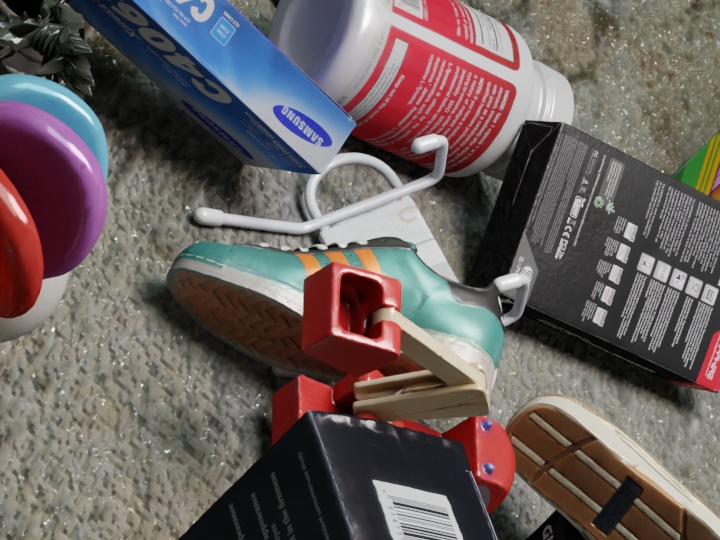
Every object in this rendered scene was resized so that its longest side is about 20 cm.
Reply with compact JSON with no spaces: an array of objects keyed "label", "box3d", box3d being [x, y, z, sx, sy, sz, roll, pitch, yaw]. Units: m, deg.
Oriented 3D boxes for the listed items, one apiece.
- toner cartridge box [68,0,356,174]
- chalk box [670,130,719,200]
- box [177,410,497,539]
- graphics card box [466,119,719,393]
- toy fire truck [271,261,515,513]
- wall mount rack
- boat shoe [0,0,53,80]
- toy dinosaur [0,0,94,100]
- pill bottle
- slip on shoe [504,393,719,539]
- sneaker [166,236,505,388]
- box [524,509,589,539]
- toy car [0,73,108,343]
[{"label":"toner cartridge box","box3d":[-0.101,-0.136,1.642,0.200,0.043,0.095,42,-16,-30]},{"label":"chalk box","box3d":[0.361,-0.099,2.078,0.124,0.200,0.125,50,31,10]},{"label":"box","box3d":[-0.026,0.187,1.283,0.104,0.200,0.148,15,42,-39]},{"label":"graphics card box","box3d":[0.177,-0.008,1.834,0.200,0.126,0.051,23,-7,-32]},{"label":"toy fire truck","box3d":[0.024,0.076,1.525,0.200,0.141,0.049,24,49,-30]},{"label":"wall mount rack","box3d":[0.000,0.000,1.669,0.173,0.075,0.200,-21,62,-15]},{"label":"boat shoe","box3d":[-0.228,-0.186,1.613,0.074,0.073,0.200,-6,57,-52]},{"label":"toy dinosaur","box3d":[-0.218,-0.103,1.493,0.135,0.102,0.201,-6,81,-10]},{"label":"pill bottle","box3d":[0.043,-0.130,1.828,0.200,0.112,0.113,22,37,-33]},{"label":"slip on shoe","box3d":[0.168,0.150,1.602,0.200,0.076,0.061,42,19,11]},{"label":"sneaker","box3d":[-0.012,0.015,1.582,0.199,0.071,0.080,19,56,-4]},{"label":"box","box3d":[0.197,0.256,1.613,0.200,0.050,0.199,23,36,-30]},{"label":"toy car","box3d":[-0.198,-0.030,1.335,0.200,0.149,0.176,-48,124,-52]}]
